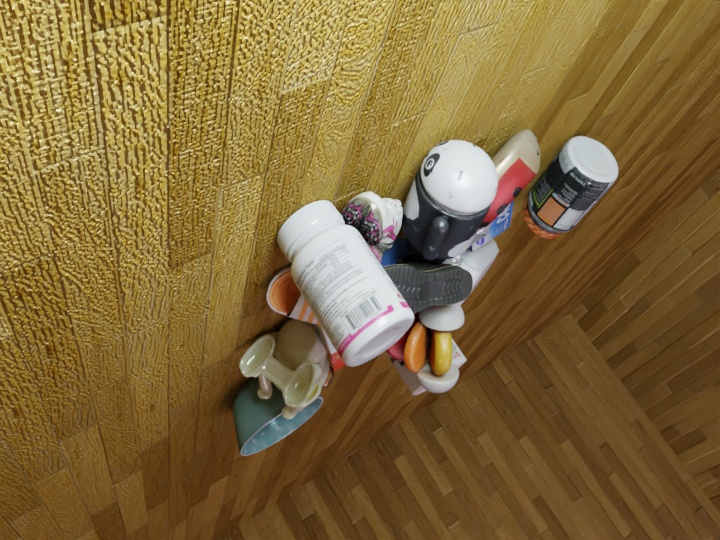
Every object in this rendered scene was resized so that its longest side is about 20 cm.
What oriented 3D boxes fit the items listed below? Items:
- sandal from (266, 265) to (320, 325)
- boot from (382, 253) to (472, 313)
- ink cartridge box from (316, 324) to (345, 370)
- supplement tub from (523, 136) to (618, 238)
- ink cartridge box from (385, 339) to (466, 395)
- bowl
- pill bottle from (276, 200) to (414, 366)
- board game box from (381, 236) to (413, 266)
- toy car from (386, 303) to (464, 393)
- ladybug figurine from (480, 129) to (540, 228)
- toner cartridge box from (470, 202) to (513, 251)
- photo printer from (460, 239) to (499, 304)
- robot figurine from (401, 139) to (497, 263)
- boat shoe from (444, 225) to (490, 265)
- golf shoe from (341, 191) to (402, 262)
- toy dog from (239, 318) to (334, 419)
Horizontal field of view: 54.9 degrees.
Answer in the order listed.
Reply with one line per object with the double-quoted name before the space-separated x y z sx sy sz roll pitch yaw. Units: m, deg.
"sandal" -0.040 0.046 1.053 0.201 0.059 0.081 13 96 -20
"boot" 0.065 0.013 1.128 0.195 0.138 0.080 3 105 -28
"ink cartridge box" -0.015 0.097 1.172 0.107 0.051 0.203 -27 133 -12
"supplement tub" 0.421 -0.163 1.412 0.121 0.124 0.201 -23 158 -32
"ink cartridge box" 0.118 0.148 1.492 0.143 0.202 0.084 -8 149 -53
"bowl" -0.183 0.275 1.416 0.198 0.106 0.202 -31 161 -12
"pill bottle" -0.024 0.014 0.928 0.112 0.202 0.114 -30 161 -12
"board game box" 0.000 0.000 1.193 0.198 0.039 0.158 -38 151 4
"toy car" 0.112 0.114 1.284 0.201 0.145 0.180 -79 172 -66
"ladybug figurine" 0.226 -0.141 1.151 0.200 0.072 0.136 -48 179 17
"toner cartridge box" 0.240 -0.108 1.313 0.094 0.044 0.200 -32 161 -1
"photo printer" 0.209 0.021 1.464 0.168 0.069 0.199 -58 169 28
"robot figurine" 0.128 -0.101 1.044 0.122 0.153 0.202 -10 149 -22
"boat shoe" 0.154 -0.032 1.261 0.197 0.070 0.071 -24 158 29
"golf shoe" 0.022 -0.079 1.014 0.093 0.072 0.200 -53 170 -11
"toy dog" -0.118 0.169 1.280 0.201 0.136 0.198 76 37 -69
